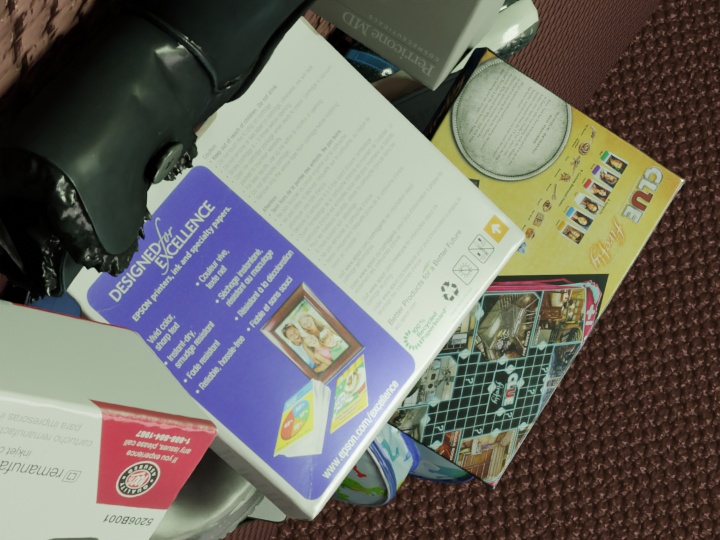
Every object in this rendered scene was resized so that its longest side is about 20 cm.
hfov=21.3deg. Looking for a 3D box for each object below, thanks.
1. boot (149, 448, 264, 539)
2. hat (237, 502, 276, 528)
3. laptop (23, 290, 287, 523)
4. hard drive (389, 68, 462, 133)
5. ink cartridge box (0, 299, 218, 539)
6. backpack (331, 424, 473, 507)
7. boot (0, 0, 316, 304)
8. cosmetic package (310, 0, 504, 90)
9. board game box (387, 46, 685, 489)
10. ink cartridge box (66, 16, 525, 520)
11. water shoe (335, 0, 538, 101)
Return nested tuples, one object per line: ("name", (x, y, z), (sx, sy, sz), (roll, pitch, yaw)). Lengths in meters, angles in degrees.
("boot", (-0.128, 0.089, 0.954), (0.200, 0.070, 0.132), (-34, 127, -33))
("hat", (-0.114, 0.077, 1.172), (0.201, 0.200, 0.081), (-52, 132, -25))
("laptop", (-0.097, 0.059, 1.018), (0.116, 0.199, 0.188), (-120, -133, -66))
("hard drive", (0.024, -0.072, 1.246), (0.134, 0.043, 0.200), (-24, 172, -2))
("ink cartridge box", (-0.177, 0.116, 0.821), (0.145, 0.083, 0.201), (15, 112, -50))
("backpack", (0.003, 0.079, 1.375), (0.147, 0.199, 0.183), (-59, 140, -31))
("boot", (-0.081, -0.087, 0.778), (0.168, 0.076, 0.200), (-55, 180, -36))
("cosmetic package", (0.048, -0.206, 0.990), (0.090, 0.106, 0.201), (-50, 169, -49))
("board game box", (0.068, -0.001, 1.050), (0.201, 0.135, 0.035), (-58, -170, 1))
("ink cartridge box", (-0.043, -0.013, 0.960), (0.198, 0.200, 0.043), (-51, -169, -24))
("water shoe", (0.016, -0.142, 1.232), (0.199, 0.079, 0.072), (-27, 173, -14))
